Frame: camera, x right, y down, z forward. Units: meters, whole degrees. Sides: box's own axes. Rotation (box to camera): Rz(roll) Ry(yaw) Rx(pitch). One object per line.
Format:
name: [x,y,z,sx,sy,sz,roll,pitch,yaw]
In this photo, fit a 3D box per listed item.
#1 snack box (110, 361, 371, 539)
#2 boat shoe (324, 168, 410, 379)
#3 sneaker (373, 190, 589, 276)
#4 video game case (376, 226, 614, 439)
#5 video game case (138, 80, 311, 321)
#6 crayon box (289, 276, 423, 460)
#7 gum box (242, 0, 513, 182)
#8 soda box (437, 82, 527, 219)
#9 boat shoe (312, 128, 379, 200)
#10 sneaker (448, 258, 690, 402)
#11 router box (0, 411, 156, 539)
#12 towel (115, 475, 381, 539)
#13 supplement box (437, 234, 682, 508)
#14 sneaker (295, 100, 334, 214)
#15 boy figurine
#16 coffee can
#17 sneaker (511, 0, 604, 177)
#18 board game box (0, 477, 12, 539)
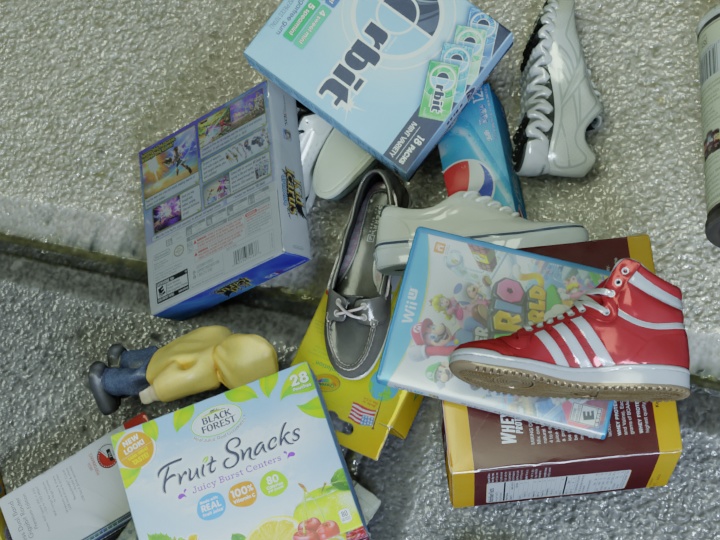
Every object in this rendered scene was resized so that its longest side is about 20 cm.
snack box: [-0.111,0.200,1.629,0.199,0.068,0.170,-19,67,0]
boat shoe: [0.000,0.000,1.676,0.066,0.057,0.202,7,75,21]
sneaker: [0.108,-0.039,1.615,0.198,0.073,0.071,-3,78,9]
video game case: [0.126,0.051,1.511,0.198,0.018,0.144,13,72,8]
video game case: [-0.137,-0.067,1.769,0.199,0.045,0.183,-24,65,39]
crayon box: [0.011,0.074,1.707,0.126,0.051,0.201,22,81,24]
gum box: [0.017,-0.213,1.699,0.200,0.045,0.170,37,86,9]
soda box: [0.120,-0.072,1.706,0.064,0.068,0.201,-16,68,13]
boat shoe: [0.030,-0.144,1.763,0.073,0.062,0.201,30,82,46]
sneaker: [0.173,0.045,1.463,0.198,0.071,0.113,4,74,-4]
router box: [-0.238,0.271,1.734,0.179,0.049,0.201,-31,65,8]
towel: [-0.105,0.243,1.674,0.192,0.035,0.200,34,71,19]
supplement box: [0.166,0.091,1.575,0.198,0.133,0.199,-6,70,1]
sneaker: [-0.069,-0.125,1.787,0.073,0.080,0.201,25,84,23]
boy figurine: [-0.163,0.093,1.736,0.199,0.124,0.065,-7,112,24]
coffee can: [0.378,-0.130,1.589,0.145,0.146,0.202,-5,71,18]
sneaker: [0.196,-0.177,1.721,0.080,0.075,0.201,10,68,-5]
board game box: [-0.409,0.317,1.785,0.152,0.040,0.201,-27,66,10]
